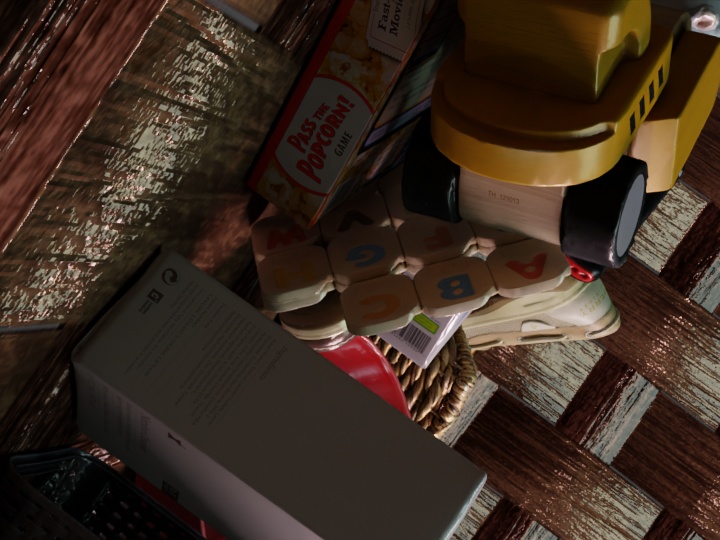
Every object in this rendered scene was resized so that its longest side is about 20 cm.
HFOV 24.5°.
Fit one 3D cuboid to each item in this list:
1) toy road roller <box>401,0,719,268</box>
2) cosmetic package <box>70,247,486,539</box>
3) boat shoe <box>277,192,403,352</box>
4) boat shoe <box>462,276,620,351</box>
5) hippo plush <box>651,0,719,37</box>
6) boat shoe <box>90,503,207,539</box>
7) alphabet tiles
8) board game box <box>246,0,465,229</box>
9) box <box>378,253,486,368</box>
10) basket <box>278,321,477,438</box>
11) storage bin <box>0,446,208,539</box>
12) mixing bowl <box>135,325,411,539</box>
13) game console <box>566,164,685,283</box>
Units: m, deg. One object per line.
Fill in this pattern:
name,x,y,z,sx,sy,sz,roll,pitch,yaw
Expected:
toy road roller,0.109,-0.109,0.853,0.200,0.122,0.146,-54,153,-43
cosmetic package,-0.044,0.091,0.843,0.081,0.200,0.113,-50,170,-24
boat shoe,0.000,0.000,0.986,0.200,0.072,0.072,-74,154,-60
boat shoe,0.113,0.035,1.261,0.200,0.063,0.073,-19,-157,52
hippo plush,0.153,-0.165,1.041,0.200,0.161,0.159,-55,171,6
boat shoe,-0.092,0.168,1.124,0.200,0.062,0.072,-25,133,-34
alphabet tiles,0.038,-0.027,0.923,0.196,0.199,0.015,-105,-179,-62
board game box,0.030,-0.132,0.895,0.200,0.046,0.151,-60,169,29
box,0.063,-0.042,1.183,0.200,0.112,0.102,-45,168,-50
basket,-0.001,0.096,1.255,0.200,0.149,0.143,-59,170,21
storage bin,-0.111,0.188,0.846,0.094,0.200,0.135,-54,171,2
mixing bowl,-0.066,0.130,1.028,0.108,0.201,0.200,-3,-149,39
game console,0.122,-0.089,1.110,0.200,0.177,0.031,-42,167,-52
